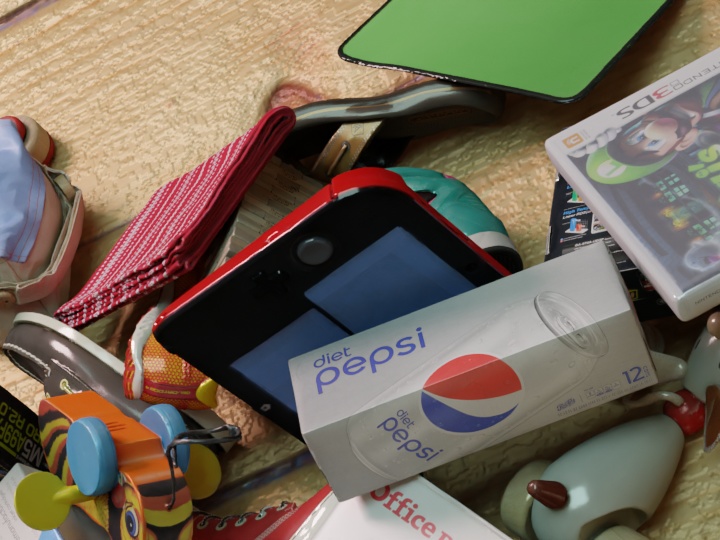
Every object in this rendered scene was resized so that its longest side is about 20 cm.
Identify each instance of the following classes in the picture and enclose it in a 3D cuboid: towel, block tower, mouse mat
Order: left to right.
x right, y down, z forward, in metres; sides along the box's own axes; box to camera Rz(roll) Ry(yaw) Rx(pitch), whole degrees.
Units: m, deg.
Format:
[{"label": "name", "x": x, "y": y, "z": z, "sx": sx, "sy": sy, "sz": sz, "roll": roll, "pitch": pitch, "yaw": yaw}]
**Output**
[{"label": "towel", "x": -0.126, "y": -0.033, "z": 1.430, "sx": 0.200, "sy": 0.022, "sz": 0.145, "roll": -26, "pitch": 25, "yaw": 55}, {"label": "block tower", "x": -0.066, "y": -0.010, "z": 1.378, "sx": 0.058, "sy": 0.054, "sz": 0.200, "roll": -57, "pitch": 11, "yaw": 24}, {"label": "mouse mat", "x": 0.102, "y": -0.172, "z": 1.451, "sx": 0.200, "sy": 0.008, "sz": 0.161, "roll": 14, "pitch": 45, "yaw": 35}]

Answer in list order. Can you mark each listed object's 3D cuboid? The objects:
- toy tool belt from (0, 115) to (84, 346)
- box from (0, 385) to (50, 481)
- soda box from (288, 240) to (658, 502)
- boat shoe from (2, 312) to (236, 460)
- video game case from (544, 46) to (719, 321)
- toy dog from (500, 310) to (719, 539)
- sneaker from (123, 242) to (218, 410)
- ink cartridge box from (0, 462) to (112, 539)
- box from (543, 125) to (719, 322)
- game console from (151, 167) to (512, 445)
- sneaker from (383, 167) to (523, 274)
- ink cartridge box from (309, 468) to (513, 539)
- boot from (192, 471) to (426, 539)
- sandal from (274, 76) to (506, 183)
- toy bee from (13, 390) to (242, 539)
[{"label": "toy tool belt", "x": -0.268, "y": -0.052, "z": 1.536, "sx": 0.125, "sy": 0.123, "sz": 0.200, "roll": -17, "pitch": 54, "yaw": 17}, {"label": "box", "x": -0.298, "y": 0.094, "z": 1.412, "sx": 0.160, "sy": 0.200, "sz": 0.044, "roll": 4, "pitch": 63, "yaw": 28}, {"label": "soda box", "x": 0.063, "y": 0.058, "z": 1.224, "sx": 0.200, "sy": 0.063, "sz": 0.068, "roll": -21, "pitch": 39, "yaw": 7}, {"label": "boat shoe", "x": -0.175, "y": 0.089, "z": 1.433, "sx": 0.201, "sy": 0.072, "sz": 0.061, "roll": 25, "pitch": 71, "yaw": 34}, {"label": "video game case", "x": 0.225, "y": -0.068, "z": 1.259, "sx": 0.182, "sy": 0.023, "sz": 0.200, "roll": -29, "pitch": 35, "yaw": -2}, {"label": "toy dog", "x": 0.154, "y": 0.094, "z": 1.240, "sx": 0.132, "sy": 0.096, "sz": 0.200, "roll": 10, "pitch": 66, "yaw": 32}, {"label": "sneaker", "x": -0.101, "y": 0.033, "z": 1.413, "sx": 0.077, "sy": 0.073, "sz": 0.200, "roll": 12, "pitch": 35, "yaw": 2}, {"label": "ink cartridge box", "x": -0.233, "y": 0.236, "z": 1.346, "sx": 0.200, "sy": 0.068, "sz": 0.115, "roll": -50, "pitch": 49, "yaw": 12}, {"label": "box", "x": 0.214, "y": -0.045, "z": 1.297, "sx": 0.200, "sy": 0.046, "sz": 0.159, "roll": -12, "pitch": 37, "yaw": 20}, {"label": "game console", "x": 0.002, "y": 0.036, "z": 1.275, "sx": 0.177, "sy": 0.200, "sz": 0.031, "roll": -38, "pitch": 39, "yaw": 17}, {"label": "sneaker", "x": 0.000, "y": 0.000, "z": 1.389, "sx": 0.200, "sy": 0.084, "sz": 0.121, "roll": -31, "pitch": 49, "yaw": 12}, {"label": "ink cartridge box", "x": 0.016, "y": 0.228, "z": 1.230, "sx": 0.145, "sy": 0.084, "sz": 0.200, "roll": 32, "pitch": 84, "yaw": 40}, {"label": "boot", "x": -0.063, "y": 0.157, "z": 1.335, "sx": 0.200, "sy": 0.072, "sz": 0.144, "roll": -48, "pitch": 50, "yaw": -2}, {"label": "sandal", "x": 0.005, "y": -0.086, "z": 1.457, "sx": 0.200, "sy": 0.082, "sz": 0.055, "roll": -9, "pitch": 79, "yaw": 15}, {"label": "toy bee", "x": -0.142, "y": 0.138, "z": 1.285, "sx": 0.131, "sy": 0.200, "sz": 0.109, "roll": -4, "pitch": 98, "yaw": -11}]
